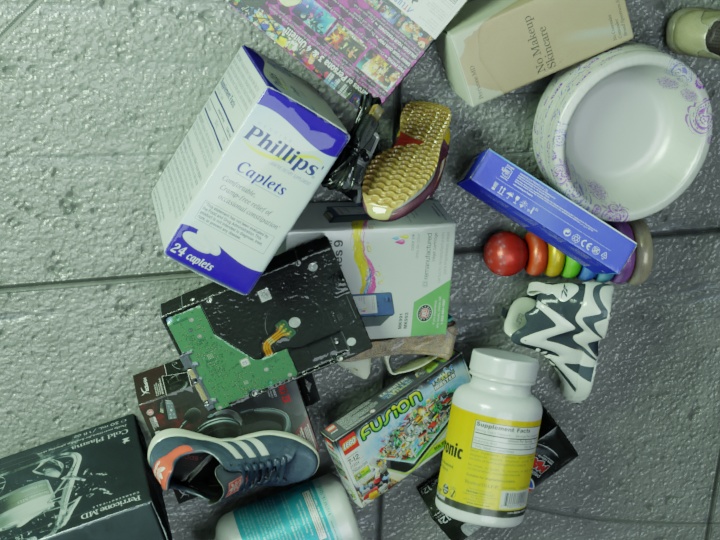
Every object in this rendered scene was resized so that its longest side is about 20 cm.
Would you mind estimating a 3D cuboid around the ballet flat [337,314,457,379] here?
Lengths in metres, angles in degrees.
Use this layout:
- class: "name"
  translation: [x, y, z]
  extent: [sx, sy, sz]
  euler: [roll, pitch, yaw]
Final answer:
- class: "ballet flat"
  translation: [0.023, 0.094, 1.501]
  extent: [0.200, 0.068, 0.067]
  euler: [-4, 106, -14]

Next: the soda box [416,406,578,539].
- class: "soda box"
  translation: [0.177, 0.262, 1.624]
  extent: [0.200, 0.071, 0.063]
  euler: [-37, 119, 2]

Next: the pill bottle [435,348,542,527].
- class: "pill bottle"
  translation: [0.160, 0.200, 1.520]
  extent: [0.111, 0.111, 0.200]
  euler: [8, 95, -20]

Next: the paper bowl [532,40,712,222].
- class: "paper bowl"
  translation: [0.294, -0.165, 1.446]
  extent: [0.200, 0.104, 0.201]
  euler: [-6, 115, -13]

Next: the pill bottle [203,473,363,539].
- class: "pill bottle"
  translation: [-0.103, 0.335, 1.551]
  extent: [0.200, 0.111, 0.111]
  euler: [-20, 118, -7]

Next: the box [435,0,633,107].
- class: "box"
  translation: [0.188, -0.266, 1.383]
  extent: [0.200, 0.078, 0.095]
  euler: [-25, 118, -5]

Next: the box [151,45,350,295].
- class: "box"
  translation: [-0.120, -0.108, 1.303]
  extent: [0.105, 0.184, 0.200]
  euler: [28, 104, -23]

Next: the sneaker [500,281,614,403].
- class: "sneaker"
  translation: [0.236, 0.083, 1.564]
  extent: [0.129, 0.080, 0.199]
  euler: [13, 144, 9]

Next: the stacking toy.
- class: "stacking toy"
  translation: [0.246, -0.020, 1.519]
  extent: [0.200, 0.085, 0.086]
  euler: [-3, 115, -9]

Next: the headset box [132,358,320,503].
- class: "headset box"
  translation: [-0.148, 0.165, 1.481]
  extent: [0.200, 0.077, 0.149]
  euler: [-19, 118, -6]

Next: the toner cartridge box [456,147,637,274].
- class: "toner cartridge box"
  translation: [0.210, -0.065, 1.432]
  extent: [0.200, 0.095, 0.043]
  euler: [32, 88, -5]

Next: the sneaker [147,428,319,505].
- class: "sneaker"
  translation: [-0.139, 0.230, 1.421]
  extent: [0.200, 0.085, 0.075]
  euler: [3, 113, -18]

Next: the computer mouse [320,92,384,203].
- class: "computer mouse"
  translation: [-0.010, -0.118, 1.345]
  extent: [0.044, 0.200, 0.110]
  euler: [21, 82, 3]

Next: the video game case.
- class: "video game case"
  translation: [-0.009, -0.290, 1.316]
  extent: [0.200, 0.036, 0.181]
  euler: [37, 99, -15]

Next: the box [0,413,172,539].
- class: "box"
  translation: [-0.322, 0.286, 1.415]
  extent: [0.200, 0.197, 0.124]
  euler: [-19, 118, -8]

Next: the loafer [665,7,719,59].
- class: "loafer"
  translation: [0.458, -0.272, 1.467]
  extent: [0.200, 0.068, 0.076]
  euler: [-6, 115, -14]

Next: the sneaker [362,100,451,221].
- class: "sneaker"
  translation: [0.055, -0.098, 1.361]
  extent: [0.075, 0.200, 0.090]
  euler: [14, 133, 16]

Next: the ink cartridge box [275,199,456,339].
- class: "ink cartridge box"
  translation: [0.000, 0.000, 1.444]
  extent: [0.200, 0.088, 0.146]
  euler: [-1, 114, -13]

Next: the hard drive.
- class: "hard drive"
  translation: [-0.103, 0.061, 1.378]
  extent: [0.200, 0.038, 0.140]
  euler: [-24, 117, -1]

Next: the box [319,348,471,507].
- class: "box"
  translation: [0.055, 0.191, 1.545]
  extent: [0.200, 0.035, 0.110]
  euler: [-33, 120, -19]
